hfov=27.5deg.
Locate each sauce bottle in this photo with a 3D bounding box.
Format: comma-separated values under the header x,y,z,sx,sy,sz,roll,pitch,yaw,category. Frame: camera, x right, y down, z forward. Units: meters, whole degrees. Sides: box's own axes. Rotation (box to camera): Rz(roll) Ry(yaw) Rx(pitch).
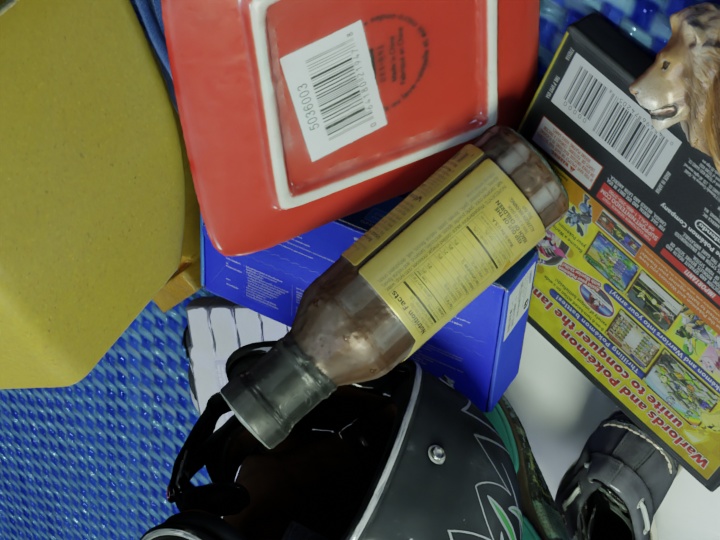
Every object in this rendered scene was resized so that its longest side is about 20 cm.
x,y,z,sx,sy,sz,roll,pitch,yaw,category
0.015,0.010,0.754,0.065,0.200,0.065,50,177,4,sauce bottle

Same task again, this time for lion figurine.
x,y,z,sx,sy,sz,roll,pitch,yaw,category
0.190,-0.061,0.610,0.200,0.072,0.123,-178,77,-70,lion figurine

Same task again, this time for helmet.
x,y,z,sx,sy,sz,roll,pitch,yaw,category
-0.005,0.141,0.813,0.190,0.200,0.200,9,135,18,helmet

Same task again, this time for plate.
x,y,z,sx,sy,sz,roll,pitch,yaw,category
0.150,0.094,0.914,0.199,0.032,0.200,3,127,47,plate

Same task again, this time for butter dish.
x,y,z,sx,sy,sz,roll,pitch,yaw,category
-0.020,-0.139,0.760,0.148,0.199,0.200,53,158,41,butter dish

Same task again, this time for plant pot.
x,y,z,sx,sy,sz,roll,pitch,yaw,category
-0.212,-0.042,0.828,0.195,0.194,0.200,-7,124,38,plant pot

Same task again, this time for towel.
x,y,z,sx,sy,sz,roll,pitch,yaw,category
-0.116,-0.133,0.883,0.200,0.024,0.147,80,168,-73,towel

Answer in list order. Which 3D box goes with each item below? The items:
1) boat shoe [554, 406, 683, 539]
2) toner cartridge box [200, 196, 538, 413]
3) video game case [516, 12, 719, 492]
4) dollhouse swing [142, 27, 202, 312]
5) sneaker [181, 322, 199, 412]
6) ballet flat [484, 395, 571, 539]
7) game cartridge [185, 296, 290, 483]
x,y,z,sx,sy,sz,roll,pitch,yaw,category
0.144,0.153,0.896,0.073,0.063,0.200,33,147,17,boat shoe
0.000,0.000,0.854,0.200,0.043,0.095,23,132,21,toner cartridge box
0.153,-0.005,0.768,0.200,0.025,0.181,44,140,18,video game case
-0.189,-0.061,1.037,0.176,0.182,0.200,-33,98,37,dollhouse swing
-0.068,0.096,1.139,0.200,0.073,0.112,26,143,33,sneaker
0.091,0.152,0.904,0.074,0.074,0.200,94,163,-50,ballet flat
-0.058,0.115,1.093,0.129,0.038,0.200,0,106,28,game cartridge
